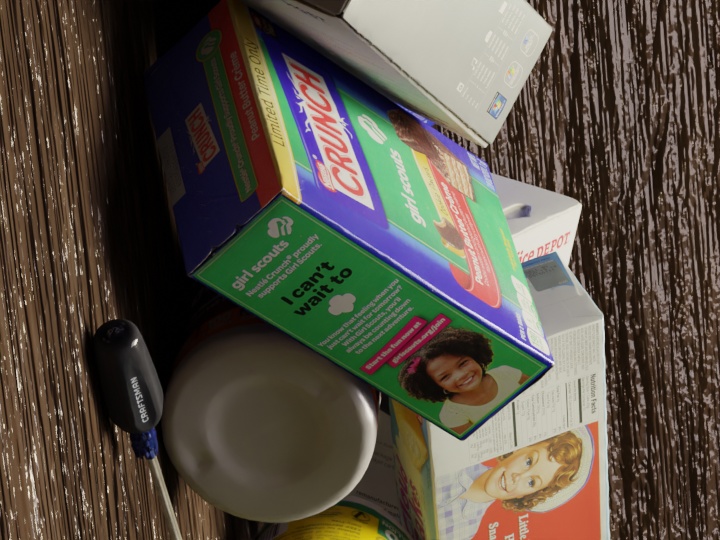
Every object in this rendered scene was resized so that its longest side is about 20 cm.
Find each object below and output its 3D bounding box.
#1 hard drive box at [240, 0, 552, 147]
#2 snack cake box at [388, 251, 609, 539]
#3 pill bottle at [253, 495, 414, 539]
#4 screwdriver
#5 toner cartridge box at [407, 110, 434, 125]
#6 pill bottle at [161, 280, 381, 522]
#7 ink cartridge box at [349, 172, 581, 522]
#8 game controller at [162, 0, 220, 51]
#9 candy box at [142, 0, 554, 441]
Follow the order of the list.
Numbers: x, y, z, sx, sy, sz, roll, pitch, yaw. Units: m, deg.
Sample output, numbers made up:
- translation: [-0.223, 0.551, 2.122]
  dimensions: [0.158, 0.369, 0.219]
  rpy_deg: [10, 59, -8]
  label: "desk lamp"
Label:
- translation: [-0.012, -0.155, 1.444]
  dimensions: [0.077, 0.155, 0.200]
  rpy_deg: [-61, 152, -2]
  label: "hard drive box"
- translation: [0.082, 0.097, 1.650]
  dimensions: [0.067, 0.114, 0.201]
  rpy_deg: [-123, -160, -44]
  label: "snack cake box"
- translation: [-0.022, 0.216, 1.601]
  dimensions: [0.200, 0.112, 0.113]
  rpy_deg: [-76, 162, -71]
  label: "pill bottle"
- translation: [-0.100, 0.100, 1.341]
  dimensions: [0.029, 0.028, 0.201]
  rpy_deg: [-48, 145, -37]
  label: "screwdriver"
- translation: [-0.005, -0.118, 1.767]
  dimensions: [0.200, 0.043, 0.095]
  rpy_deg: [-28, 144, -53]
  label: "toner cartridge box"
- translation: [-0.041, 0.039, 1.522]
  dimensions: [0.200, 0.113, 0.115]
  rpy_deg: [-83, 167, -63]
  label: "pill bottle"
- translation: [0.059, 0.050, 1.778]
  dimensions: [0.145, 0.083, 0.201]
  rpy_deg: [-24, 130, -60]
  label: "ink cartridge box"
- translation: [-0.056, -0.147, 1.608]
  dimensions: [0.200, 0.042, 0.105]
  rpy_deg: [-59, 142, -51]
  label: "game controller"
- translation: [-0.007, -0.028, 1.442]
  dimensions: [0.200, 0.077, 0.170]
  rpy_deg: [30, 28, -34]
  label: "candy box"
